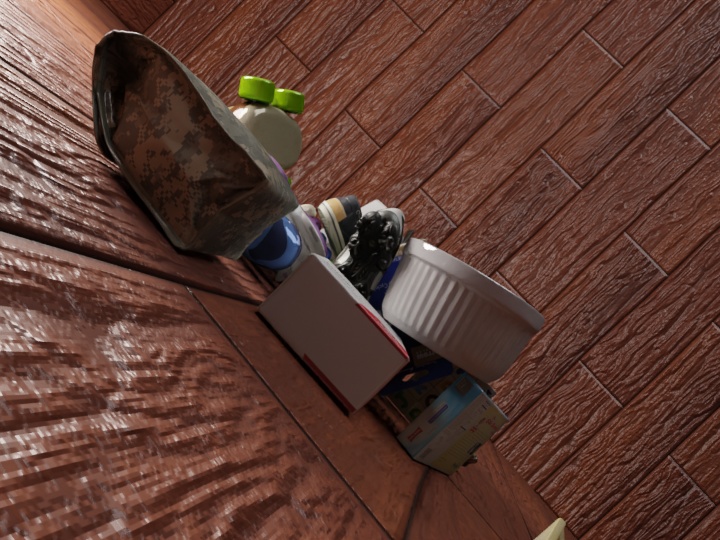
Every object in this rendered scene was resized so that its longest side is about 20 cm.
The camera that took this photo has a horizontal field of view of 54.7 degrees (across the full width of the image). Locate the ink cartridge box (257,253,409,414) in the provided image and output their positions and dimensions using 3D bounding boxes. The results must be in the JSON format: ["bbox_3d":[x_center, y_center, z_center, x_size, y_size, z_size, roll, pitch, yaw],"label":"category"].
[{"bbox_3d":[-0.025,0.062,0.776,0.145,0.084,0.200,47,1,1],"label":"ink cartridge box"}]

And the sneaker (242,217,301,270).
[{"bbox_3d":[-0.157,-0.075,0.861,0.199,0.074,0.082,41,2,14],"label":"sneaker"}]

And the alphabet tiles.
[{"bbox_3d":[0.119,0.137,1.018,0.167,0.200,0.008,47,19,5],"label":"alphabet tiles"}]

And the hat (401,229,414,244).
[{"bbox_3d":[0.053,0.029,1.100,0.081,0.202,0.201,37,0,4],"label":"hat"}]

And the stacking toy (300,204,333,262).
[{"bbox_3d":[-0.063,0.011,1.000,0.202,0.084,0.085,64,2,4],"label":"stacking toy"}]

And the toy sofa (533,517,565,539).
[{"bbox_3d":[0.211,0.346,0.640,0.200,0.098,0.082,48,26,16],"label":"toy sofa"}]

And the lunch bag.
[{"bbox_3d":[-0.168,-0.119,0.672,0.201,0.117,0.164,53,2,4],"label":"lunch bag"}]

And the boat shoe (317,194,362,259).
[{"bbox_3d":[-0.013,-0.039,1.041,0.075,0.062,0.201,56,-11,34],"label":"boat shoe"}]

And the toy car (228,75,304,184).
[{"bbox_3d":[-0.209,-0.222,1.135,0.197,0.167,0.157,14,6,31],"label":"toy car"}]

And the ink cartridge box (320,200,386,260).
[{"bbox_3d":[0.013,-0.001,1.248,0.084,0.143,0.202,47,-18,52],"label":"ink cartridge box"}]

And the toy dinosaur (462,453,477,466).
[{"bbox_3d":[0.122,0.248,1.158,0.089,0.047,0.200,64,-8,-32],"label":"toy dinosaur"}]

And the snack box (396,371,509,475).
[{"bbox_3d":[0.127,0.205,0.906,0.037,0.116,0.200,47,0,30],"label":"snack box"}]

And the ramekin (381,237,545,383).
[{"bbox_3d":[0.120,0.055,0.876,0.198,0.106,0.200,31,-1,0],"label":"ramekin"}]

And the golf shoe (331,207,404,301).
[{"bbox_3d":[0.000,0.000,0.918,0.078,0.201,0.094,42,31,3],"label":"golf shoe"}]

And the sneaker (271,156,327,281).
[{"bbox_3d":[-0.128,-0.079,0.923,0.202,0.099,0.075,57,-9,5],"label":"sneaker"}]

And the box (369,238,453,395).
[{"bbox_3d":[0.059,0.069,0.981,0.032,0.119,0.203,-151,-134,-81],"label":"box"}]
